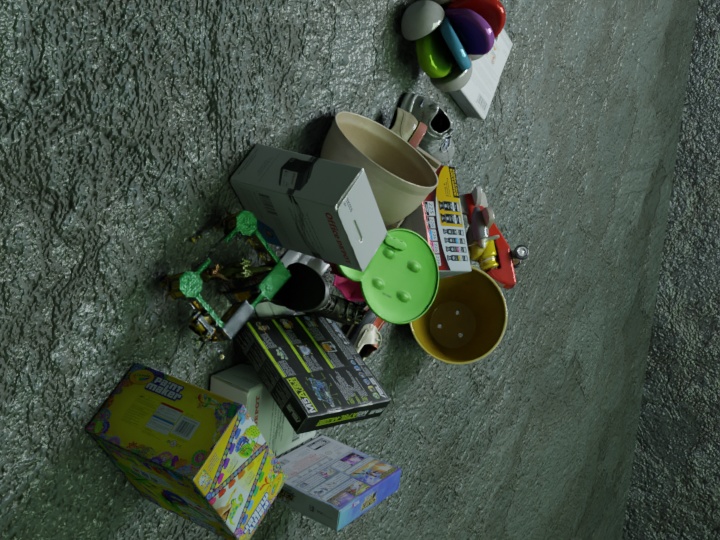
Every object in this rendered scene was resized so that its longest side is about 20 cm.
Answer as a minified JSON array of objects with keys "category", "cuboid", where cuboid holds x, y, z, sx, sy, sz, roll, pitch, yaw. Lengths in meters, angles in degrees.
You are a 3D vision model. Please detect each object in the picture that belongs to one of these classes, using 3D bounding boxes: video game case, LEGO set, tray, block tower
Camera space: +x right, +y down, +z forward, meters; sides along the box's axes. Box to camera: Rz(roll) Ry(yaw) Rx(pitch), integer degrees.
[{"category":"video game case","cuboid":[-0.055,0.367,1.763,0.199,0.179,0.046,-17,119,-54]},{"category":"LEGO set","cuboid":[-0.206,0.017,1.460,0.154,0.115,0.201,45,57,-23]},{"category":"tray","cuboid":[-0.105,0.013,1.673,0.201,0.022,0.108,-53,143,-31]},{"category":"block tower","cuboid":[0.063,-0.117,1.773,0.201,0.054,0.058,-57,177,21]}]

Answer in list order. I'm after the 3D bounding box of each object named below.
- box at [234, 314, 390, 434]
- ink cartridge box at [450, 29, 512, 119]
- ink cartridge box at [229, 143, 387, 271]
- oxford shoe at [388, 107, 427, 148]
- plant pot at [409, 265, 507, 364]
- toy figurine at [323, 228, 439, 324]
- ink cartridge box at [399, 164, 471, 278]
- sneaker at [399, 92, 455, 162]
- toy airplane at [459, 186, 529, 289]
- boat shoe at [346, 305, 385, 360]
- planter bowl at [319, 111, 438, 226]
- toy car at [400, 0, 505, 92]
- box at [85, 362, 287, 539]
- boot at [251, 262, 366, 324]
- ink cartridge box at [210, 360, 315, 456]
[{"category":"box","cuboid":[-0.074,0.156,1.593,0.192,0.201,0.048,-6,139,-46]},{"category":"ink cartridge box","cuboid":[0.225,-0.421,1.991,0.200,0.043,0.176,36,72,-57]},{"category":"ink cartridge box","cuboid":[-0.075,-0.094,1.497,0.084,0.198,0.146,-55,145,-26]},{"category":"oxford shoe","cuboid":[0.034,-0.195,1.781,0.074,0.070,0.201,37,78,-12]},{"category":"plant pot","cuboid":[0.195,0.100,2.071,0.142,0.198,0.202,85,27,-78]},{"category":"toy figurine","cuboid":[0.000,0.000,1.662,0.198,0.183,0.152,25,77,-27]},{"category":"ink cartridge box","cuboid":[0.136,-0.090,1.873,0.174,0.083,0.203,-1,80,-52]},{"category":"sneaker","cuboid":[0.141,-0.256,1.891,0.200,0.081,0.076,41,69,-57]},{"category":"toy airplane","cuboid":[0.236,-0.068,2.072,0.140,0.199,0.202,-30,124,-13]},{"category":"boat shoe","cuboid":[0.002,0.135,1.847,0.200,0.062,0.072,-49,148,-28]},{"category":"planter bowl","cuboid":[0.009,-0.146,1.649,0.199,0.200,0.135,-7,137,-57]},{"category":"toy car","cuboid":[0.180,-0.427,1.785,0.201,0.149,0.176,-57,130,-26]},{"category":"box","cuboid":[-0.236,0.255,1.396,0.123,0.198,0.194,-56,145,-28]},{"category":"boot","cuboid":[-0.058,0.045,1.561,0.173,0.199,0.070,22,83,-36]},{"category":"ink cartridge box","cuboid":[-0.154,0.221,1.627,0.199,0.082,0.149,-17,119,-56]}]
